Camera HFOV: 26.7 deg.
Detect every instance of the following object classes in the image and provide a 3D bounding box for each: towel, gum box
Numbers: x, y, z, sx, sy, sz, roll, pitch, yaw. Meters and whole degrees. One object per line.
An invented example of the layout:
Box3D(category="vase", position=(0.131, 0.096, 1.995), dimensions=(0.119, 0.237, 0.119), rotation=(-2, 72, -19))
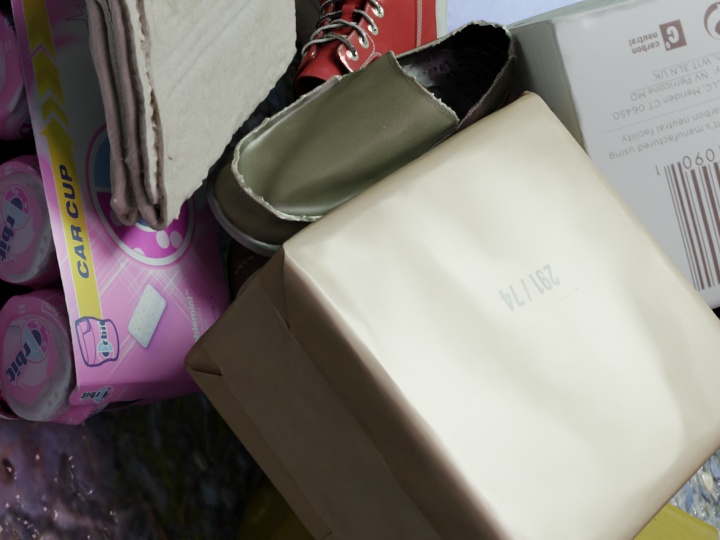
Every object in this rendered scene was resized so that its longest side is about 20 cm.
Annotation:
Box3D(category="towel", position=(-0.076, -0.120, 0.717), dimensions=(0.200, 0.034, 0.133), rotation=(-61, 154, -53))
Box3D(category="gum box", position=(-0.131, -0.026, 0.725), dimensions=(0.113, 0.066, 0.200), rotation=(2, 73, -56))

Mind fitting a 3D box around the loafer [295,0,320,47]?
Box3D(category="loafer", position=(-0.025, -0.176, 0.950), dimensions=(0.200, 0.063, 0.072), rotation=(48, 65, -35))

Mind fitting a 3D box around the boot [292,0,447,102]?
Box3D(category="boot", position=(-0.001, -0.164, 0.849), dimensions=(0.144, 0.072, 0.200), rotation=(-38, 124, -62))

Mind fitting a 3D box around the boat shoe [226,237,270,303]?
Box3D(category="boat shoe", position=(-0.022, 0.050, 0.818), dimensions=(0.075, 0.075, 0.202), rotation=(55, -13, 43))

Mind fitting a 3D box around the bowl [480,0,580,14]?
Box3D(category="bowl", position=(0.096, -0.261, 0.978), dimensions=(0.200, 0.039, 0.201), rotation=(1, 87, -20))

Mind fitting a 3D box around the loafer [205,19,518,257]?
Box3D(category="loafer", position=(0.005, -0.076, 0.758), dimensions=(0.075, 0.070, 0.200), rotation=(45, 54, 13))

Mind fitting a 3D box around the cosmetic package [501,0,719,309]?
Box3D(category="cosmetic package", position=(0.169, -0.076, 0.846), dimensions=(0.200, 0.165, 0.165), rotation=(-157, -130, -77))

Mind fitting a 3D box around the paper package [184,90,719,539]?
Box3D(category="paper package", position=(0.057, 0.044, 0.684), dimensions=(0.191, 0.103, 0.200), rotation=(52, 47, 6))

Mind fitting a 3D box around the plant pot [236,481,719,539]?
Box3D(category="plant pot", position=(0.037, 0.188, 0.763), dimensions=(0.200, 0.195, 0.194), rotation=(37, 46, -25))

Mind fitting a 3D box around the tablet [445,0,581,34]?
Box3D(category="tablet", position=(0.074, -0.214, 0.939), dimensions=(0.130, 0.014, 0.200), rotation=(-30, 98, -19))

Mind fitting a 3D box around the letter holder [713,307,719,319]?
Box3D(category="letter holder", position=(0.270, -0.027, 1.065), dimensions=(0.200, 0.142, 0.101), rotation=(-67, 168, -60))
